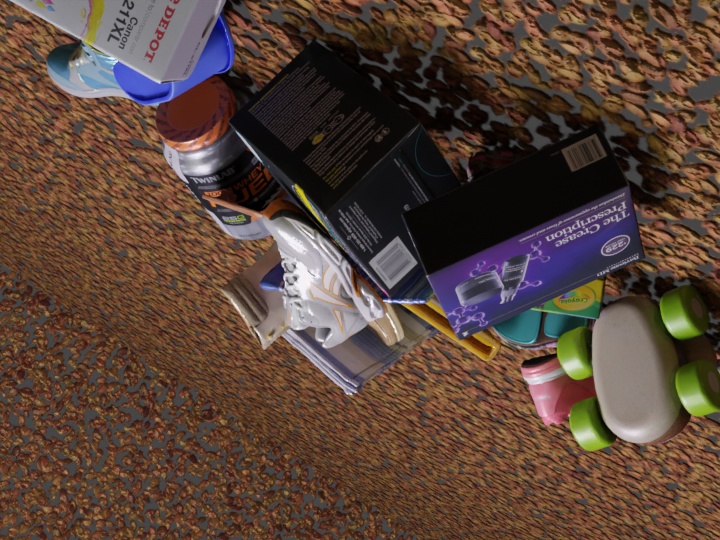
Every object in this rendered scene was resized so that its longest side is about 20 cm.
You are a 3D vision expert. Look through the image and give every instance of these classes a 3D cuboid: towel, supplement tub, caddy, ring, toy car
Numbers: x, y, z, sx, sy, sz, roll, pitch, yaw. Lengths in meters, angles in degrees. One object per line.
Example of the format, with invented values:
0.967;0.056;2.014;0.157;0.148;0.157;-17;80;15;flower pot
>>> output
0.001;0.069;1.787;0.147;0.199;0.024;39;135;20;towel
-0.156;-0.134;1.663;0.122;0.123;0.200;19;160;32;supplement tub
-0.202;-0.254;1.447;0.142;0.105;0.199;59;158;-18;caddy
-0.081;-0.057;1.568;0.198;0.019;0.200;19;-179;0;ring
0.000;0.000;1.591;0.198;0.145;0.024;5;110;19;towel
0.341;0.119;1.530;0.163;0.160;0.199;-25;152;36;toy car

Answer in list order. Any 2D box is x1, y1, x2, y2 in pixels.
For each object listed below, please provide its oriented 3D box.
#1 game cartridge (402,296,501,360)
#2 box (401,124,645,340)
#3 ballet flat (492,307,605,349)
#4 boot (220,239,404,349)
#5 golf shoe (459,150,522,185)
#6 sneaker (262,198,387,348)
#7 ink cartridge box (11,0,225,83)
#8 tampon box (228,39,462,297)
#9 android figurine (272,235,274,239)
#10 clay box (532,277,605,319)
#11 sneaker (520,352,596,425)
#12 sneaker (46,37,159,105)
0.073;0.027;1.747;0.176;0.033;0.200;34;-175;-22;game cartridge
0.155;-0.032;1.313;0.141;0.198;0.079;57;-170;-60;box
0.236;0.066;1.687;0.071;0.070;0.199;17;171;-31;ballet flat
-0.057;0.049;1.708;0.200;0.155;0.073;48;167;-5;boot
0.124;-0.052;1.462;0.072;0.093;0.200;6;164;-2;golf shoe
-0.052;0.013;1.433;0.200;0.092;0.076;50;178;-41;sneaker
-0.226;-0.284;1.301;0.199;0.147;0.083;29;-167;4;ink cartridge box
-0.009;-0.104;1.398;0.200;0.126;0.150;44;176;44;tampon box
-0.098;-0.076;1.871;0.181;0.041;0.200;35;160;-14;android figurine
0.161;0.009;1.497;0.198;0.048;0.115;7;-172;11;clay box
0.260;0.135;1.648;0.073;0.088;0.199;-14;176;44;sneaker
-0.310;-0.263;1.641;0.198;0.080;0.131;9;156;28;sneaker
